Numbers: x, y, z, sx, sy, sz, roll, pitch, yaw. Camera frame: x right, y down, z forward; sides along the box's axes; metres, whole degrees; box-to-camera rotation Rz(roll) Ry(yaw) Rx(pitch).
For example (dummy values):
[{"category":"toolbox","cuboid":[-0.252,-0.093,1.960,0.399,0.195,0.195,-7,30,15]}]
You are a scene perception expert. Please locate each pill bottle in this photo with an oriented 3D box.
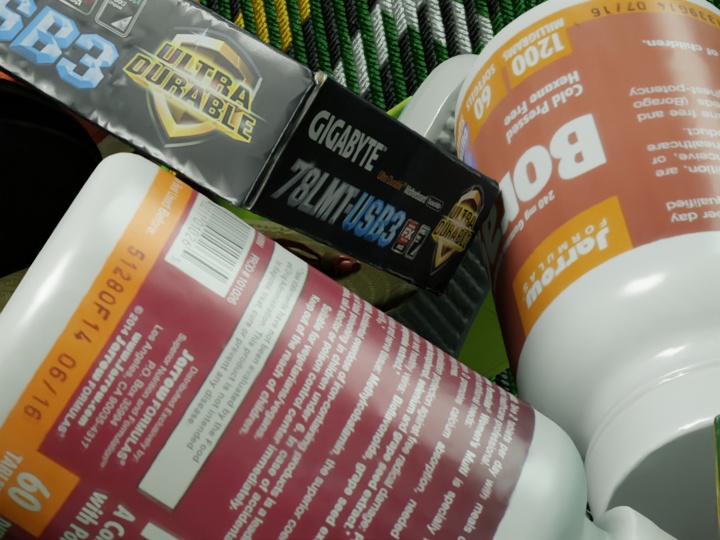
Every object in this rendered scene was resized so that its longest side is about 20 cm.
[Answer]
[{"category":"pill bottle","cuboid":[-0.010,0.065,0.724,0.200,0.110,0.110,33,-2,-6]},{"category":"pill bottle","cuboid":[0.099,0.005,0.897,0.112,0.112,0.200,34,28,-34]}]

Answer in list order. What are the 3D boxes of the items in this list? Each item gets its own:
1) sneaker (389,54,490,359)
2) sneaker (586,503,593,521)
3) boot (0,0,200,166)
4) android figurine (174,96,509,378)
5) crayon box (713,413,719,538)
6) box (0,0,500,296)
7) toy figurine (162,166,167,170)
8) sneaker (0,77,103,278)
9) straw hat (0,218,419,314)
[{"category":"sneaker","cuboid":[0.000,0.000,1.032,0.074,0.200,0.082,-3,32,-45]},{"category":"sneaker","cuboid":[0.097,0.102,0.968,0.075,0.116,0.200,34,24,-6]},{"category":"boot","cuboid":[-0.132,-0.056,1.014,0.075,0.200,0.107,-25,85,-55]},{"category":"android figurine","cuboid":[0.013,-0.006,1.115,0.200,0.182,0.041,29,36,-45]},{"category":"crayon box","cuboid":[0.162,0.144,0.767,0.058,0.173,0.200,-12,-23,24]},{"category":"box","cuboid":[-0.071,-0.066,0.834,0.200,0.050,0.198,30,3,19]},{"category":"toy figurine","cuboid":[-0.225,-0.046,1.315,0.200,0.151,0.184,16,-7,-40]},{"category":"sneaker","cuboid":[-0.129,-0.003,0.802,0.106,0.075,0.200,34,24,31]},{"category":"straw hat","cuboid":[-0.071,0.041,0.920,0.200,0.085,0.201,2,13,0]}]
